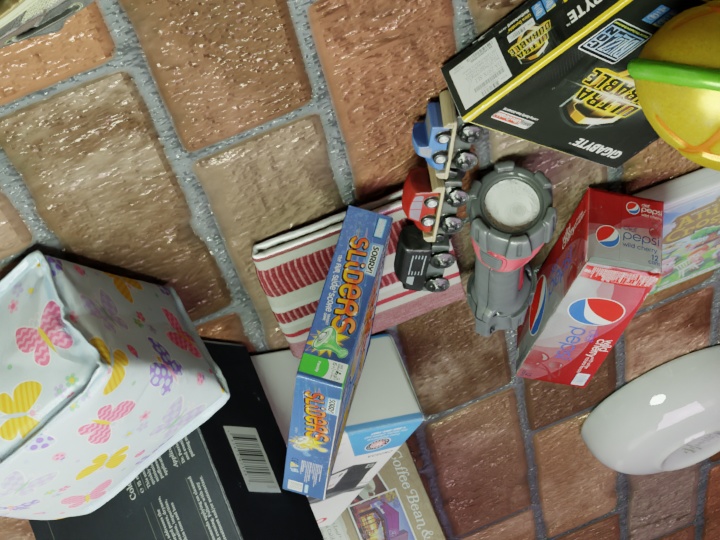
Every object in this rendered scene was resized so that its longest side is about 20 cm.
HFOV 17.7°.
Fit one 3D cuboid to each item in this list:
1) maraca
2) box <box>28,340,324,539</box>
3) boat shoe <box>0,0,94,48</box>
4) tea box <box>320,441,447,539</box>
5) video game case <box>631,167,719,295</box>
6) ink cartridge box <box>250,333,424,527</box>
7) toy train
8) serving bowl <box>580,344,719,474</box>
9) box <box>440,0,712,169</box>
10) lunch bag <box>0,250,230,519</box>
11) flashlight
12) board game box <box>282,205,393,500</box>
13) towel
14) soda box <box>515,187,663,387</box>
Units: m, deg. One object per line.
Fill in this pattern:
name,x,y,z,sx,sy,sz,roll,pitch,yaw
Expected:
maraca,0.249,-0.114,1.448,0.199,0.136,0.108,2,102,-52
box,-0.143,0.182,1.728,0.182,0.201,0.104,-35,155,27
boat shoe,-0.171,-0.144,1.153,0.200,0.072,0.066,-31,152,6
tea box,0.011,0.263,2.058,0.133,0.201,0.197,-21,156,-5
video game case,0.297,-0.044,1.890,0.199,0.022,0.182,-20,157,-8
ink cartridge box,-0.059,0.144,1.875,0.144,0.084,0.200,-10,154,-31
toy train,0.050,-0.052,1.583,0.045,0.034,0.201,0,142,-8
serving bowl,0.321,0.149,2.283,0.199,0.066,0.200,-21,157,-9
box,0.171,-0.142,1.520,0.159,0.050,0.199,-37,154,25
lunch bag,-0.220,0.092,1.558,0.200,0.128,0.169,-42,155,17
flashlight,0.111,-0.016,1.726,0.067,0.068,0.200,-13,161,-1
board game box,-0.018,0.062,1.634,0.034,0.136,0.200,15,153,3
towel,0.000,0.000,1.702,0.143,0.023,0.200,-21,156,-1
soda box,0.179,0.016,1.824,0.063,0.070,0.200,11,150,-9
